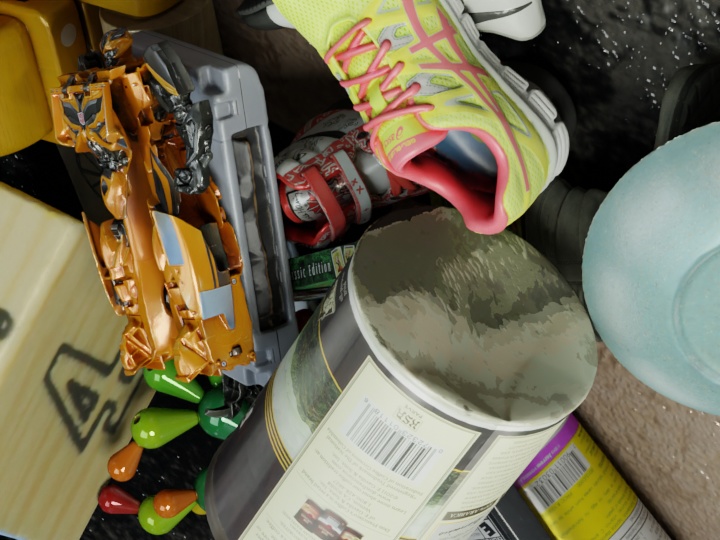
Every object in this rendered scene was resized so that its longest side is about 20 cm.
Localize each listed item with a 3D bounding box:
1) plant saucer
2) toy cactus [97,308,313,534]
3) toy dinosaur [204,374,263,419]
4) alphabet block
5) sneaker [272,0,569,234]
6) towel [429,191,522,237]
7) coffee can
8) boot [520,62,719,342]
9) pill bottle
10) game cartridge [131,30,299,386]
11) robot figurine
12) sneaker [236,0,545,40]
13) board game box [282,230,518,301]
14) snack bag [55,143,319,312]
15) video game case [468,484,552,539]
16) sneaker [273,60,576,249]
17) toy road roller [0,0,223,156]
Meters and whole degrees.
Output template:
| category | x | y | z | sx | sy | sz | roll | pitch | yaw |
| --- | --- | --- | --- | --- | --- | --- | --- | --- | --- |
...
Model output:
| category | x | y | z | sx | sy | sz | roll | pitch | yaw |
| --- | --- | --- | --- | --- | --- | --- | --- | --- | --- |
| plant saucer | 0.214 | 0.012 | 1.282 | 0.200 | 0.039 | 0.202 | 4 | 127 | 5 |
| toy cactus | -0.071 | 0.106 | 1.609 | 0.165 | 0.102 | 0.200 | 32 | 100 | 5 |
| toy dinosaur | -0.015 | 0.098 | 1.527 | 0.136 | 0.200 | 0.102 | 34 | 164 | -32 |
| alphabet block | -0.255 | 0.047 | 1.614 | 0.195 | 0.200 | 0.196 | 24 | 175 | 25 |
| sneaker | 0.026 | -0.098 | 1.308 | 0.200 | 0.090 | 0.078 | 40 | 134 | -11 |
| towel | 0.127 | -0.006 | 1.441 | 0.200 | 0.018 | 0.086 | 9 | 129 | 38 |
| coffee can | 0.020 | 0.083 | 1.353 | 0.146 | 0.146 | 0.200 | 41 | 131 | 8 |
| boot | 0.140 | -0.033 | 1.359 | 0.130 | 0.068 | 0.201 | 25 | 128 | 35 |
| pill bottle | 0.139 | 0.183 | 1.524 | 0.200 | 0.104 | 0.104 | 52 | 142 | -5 |
| game cartridge | -0.093 | -0.039 | 1.462 | 0.133 | 0.041 | 0.201 | 29 | 132 | 55 |
| robot figurine | -0.121 | -0.039 | 1.414 | 0.145 | 0.058 | 0.201 | 0 | 108 | 59 |
| sneaker | 0.016 | -0.142 | 1.382 | 0.200 | 0.074 | 0.089 | -5 | 121 | 43 |
| board game box | 0.000 | 0.000 | 1.472 | 0.200 | 0.104 | 0.024 | -13 | 80 | 61 |
| snack bag | -0.107 | -0.020 | 1.650 | 0.200 | 0.021 | 0.189 | 6 | 127 | 41 |
| video game case | 0.077 | 0.213 | 1.510 | 0.181 | 0.025 | 0.200 | 56 | 148 | -11 |
| sneaker | 0.025 | -0.060 | 1.418 | 0.201 | 0.108 | 0.067 | -5 | 119 | 45 |
| toy road roller | -0.193 | -0.128 | 1.536 | 0.200 | 0.146 | 0.123 | 16 | 133 | 34 |
